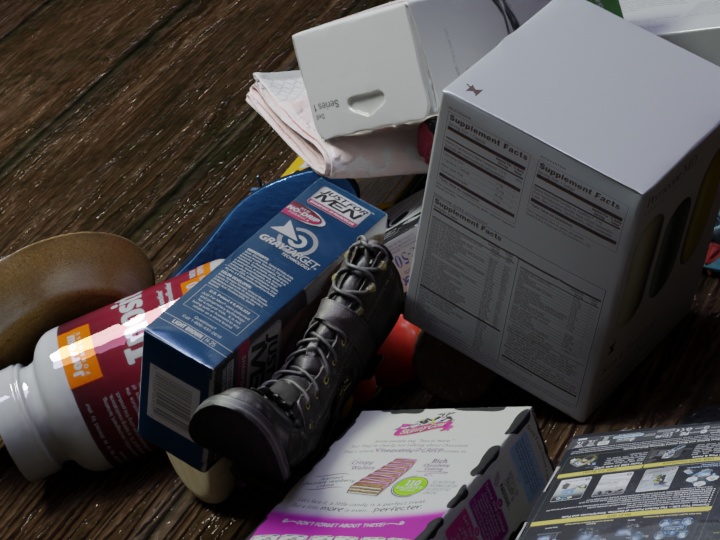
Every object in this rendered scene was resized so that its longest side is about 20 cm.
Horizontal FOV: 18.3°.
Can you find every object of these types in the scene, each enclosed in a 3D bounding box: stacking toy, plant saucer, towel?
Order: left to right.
[{"bbox_3d":[-0.236,0.057,1.696,0.200,0.201,0.035,-28,56,-17],"label":"plant saucer"},{"bbox_3d":[-0.039,0.088,1.568,0.199,0.086,0.085,-23,21,-24],"label":"stacking toy"},{"bbox_3d":[0.032,-0.121,1.733,0.199,0.032,0.191,-7,27,-22],"label":"towel"}]

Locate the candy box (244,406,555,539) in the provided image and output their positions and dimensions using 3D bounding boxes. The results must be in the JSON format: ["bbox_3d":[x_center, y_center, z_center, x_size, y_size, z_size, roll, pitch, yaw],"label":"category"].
[{"bbox_3d":[0.014,0.161,1.355,0.136,0.061,0.200,-4,28,37],"label":"candy box"}]

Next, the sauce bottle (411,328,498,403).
[{"bbox_3d":[0.083,0.021,1.610,0.066,0.066,0.200,-13,25,18],"label":"sauce bottle"}]

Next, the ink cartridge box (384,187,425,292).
[{"bbox_3d":[0.000,0.000,1.683,0.200,0.044,0.094,-29,14,37],"label":"ink cartridge box"}]

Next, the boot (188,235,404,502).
[{"bbox_3d":[-0.032,0.055,1.437,0.069,0.200,0.175,24,77,16],"label":"boot"}]

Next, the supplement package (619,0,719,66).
[{"bbox_3d":[0.301,-0.162,1.729,0.191,0.148,0.200,-2,29,40],"label":"supplement package"}]

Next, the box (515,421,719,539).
[{"bbox_3d":[0.191,0.143,1.256,0.199,0.049,0.161,-8,24,29],"label":"box"}]

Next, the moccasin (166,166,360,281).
[{"bbox_3d":[-0.083,-0.023,1.716,0.200,0.081,0.068,-33,7,20],"label":"moccasin"}]

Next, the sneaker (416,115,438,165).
[{"bbox_3d":[0.134,-0.108,1.631,0.199,0.075,0.081,-7,-5,-19],"label":"sneaker"}]

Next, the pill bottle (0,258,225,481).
[{"bbox_3d":[-0.166,0.078,1.635,0.199,0.113,0.113,-23,22,2],"label":"pill bottle"}]

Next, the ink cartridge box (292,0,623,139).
[{"bbox_3d":[0.072,-0.168,1.633,0.200,0.085,0.146,-21,8,-37],"label":"ink cartridge box"}]

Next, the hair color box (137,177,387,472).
[{"bbox_3d":[-0.064,0.034,1.493,0.060,0.100,0.200,28,46,20],"label":"hair color box"}]

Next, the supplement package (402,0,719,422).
[{"bbox_3d":[0.141,-0.043,1.466,0.150,0.200,0.152,30,46,22],"label":"supplement package"}]

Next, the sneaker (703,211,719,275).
[{"bbox_3d":[0.228,-0.054,1.612,0.200,0.096,0.079,1,30,42],"label":"sneaker"}]

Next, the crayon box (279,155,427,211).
[{"bbox_3d":[0.001,-0.061,1.845,0.200,0.052,0.126,-9,34,46],"label":"crayon box"}]
